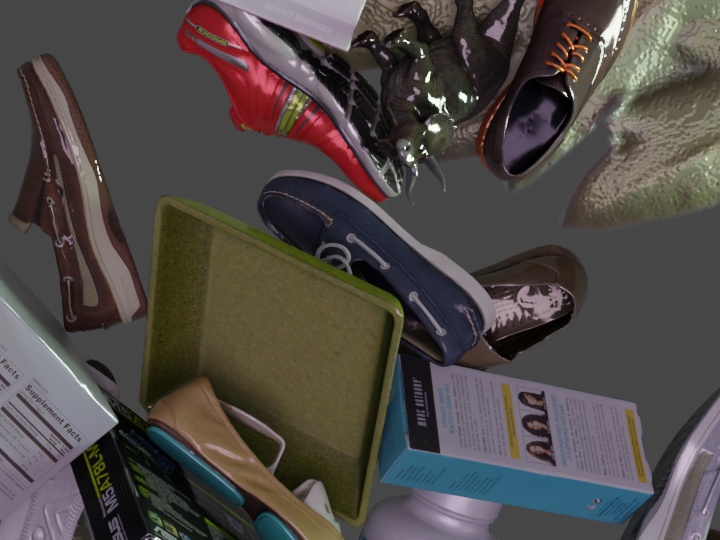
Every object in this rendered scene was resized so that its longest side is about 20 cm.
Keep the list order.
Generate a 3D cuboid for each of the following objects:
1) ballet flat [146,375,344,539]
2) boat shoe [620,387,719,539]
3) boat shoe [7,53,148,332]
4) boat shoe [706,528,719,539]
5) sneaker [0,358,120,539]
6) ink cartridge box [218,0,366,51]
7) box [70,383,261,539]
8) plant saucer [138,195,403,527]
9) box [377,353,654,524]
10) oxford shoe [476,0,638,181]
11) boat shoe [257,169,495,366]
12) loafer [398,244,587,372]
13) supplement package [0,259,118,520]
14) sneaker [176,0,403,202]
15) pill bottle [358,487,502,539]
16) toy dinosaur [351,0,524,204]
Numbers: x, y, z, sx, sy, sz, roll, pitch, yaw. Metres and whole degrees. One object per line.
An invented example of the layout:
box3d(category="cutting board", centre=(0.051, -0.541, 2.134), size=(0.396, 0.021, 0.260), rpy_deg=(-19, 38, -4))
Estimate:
box3d(category="ballet flat", centre=(-0.061, 0.152, 1.274), size=(0.200, 0.069, 0.063), rpy_deg=(45, 67, -2))
box3d(category="boat shoe", centre=(0.244, 0.170, 1.340), size=(0.065, 0.074, 0.202), rpy_deg=(30, 69, 2))
box3d(category="boat shoe", centre=(-0.215, -0.049, 1.299), size=(0.075, 0.075, 0.203), rpy_deg=(-19, 101, -7))
box3d(category="boat shoe", centre=(0.192, 0.252, 1.379), size=(0.199, 0.073, 0.063), rpy_deg=(-11, 120, -2))
box3d(category="sneaker", centre=(-0.268, 0.158, 1.339), size=(0.081, 0.146, 0.201), rpy_deg=(43, 53, -43))
box3d(category="ink cartridge box", centre=(-0.071, -0.266, 1.267), size=(0.199, 0.045, 0.177), rpy_deg=(21, 87, -6))
box3d(category="box", centre=(-0.112, 0.190, 1.264), size=(0.048, 0.193, 0.200), rpy_deg=(-45, 123, 4))
box3d(category="plant saucer", centre=(-0.057, 0.055, 1.287), size=(0.200, 0.048, 0.200), rpy_deg=(25, 129, 20))
box3d(category="box", centre=(0.109, 0.123, 1.315), size=(0.199, 0.083, 0.049), rpy_deg=(13, 138, -21))
box3d(category="oxford shoe", centre=(0.150, -0.151, 1.300), size=(0.071, 0.073, 0.201), rpy_deg=(24, 99, -6))
box3d(category="boat shoe", centre=(0.000, 0.000, 1.292), size=(0.200, 0.075, 0.062), rpy_deg=(36, 55, 15))
box3d(category="loafer", centre=(0.075, 0.041, 1.336), size=(0.200, 0.067, 0.076), rpy_deg=(-29, 101, 3))
box3d(category="supplement package", centre=(-0.302, 0.087, 1.240), size=(0.200, 0.152, 0.151), rpy_deg=(-40, 125, -3))
box3d(category="sneaker", centre=(-0.050, -0.120, 1.309), size=(0.085, 0.077, 0.200), rpy_deg=(-39, 100, 25))
box3d(category="pill bottle", centre=(0.040, 0.244, 1.351), size=(0.110, 0.111, 0.201), rpy_deg=(19, 100, -6))
box3d(category="toy dinosaur", centre=(0.059, -0.141, 1.295), size=(0.200, 0.077, 0.102), rpy_deg=(-44, 114, -34))
